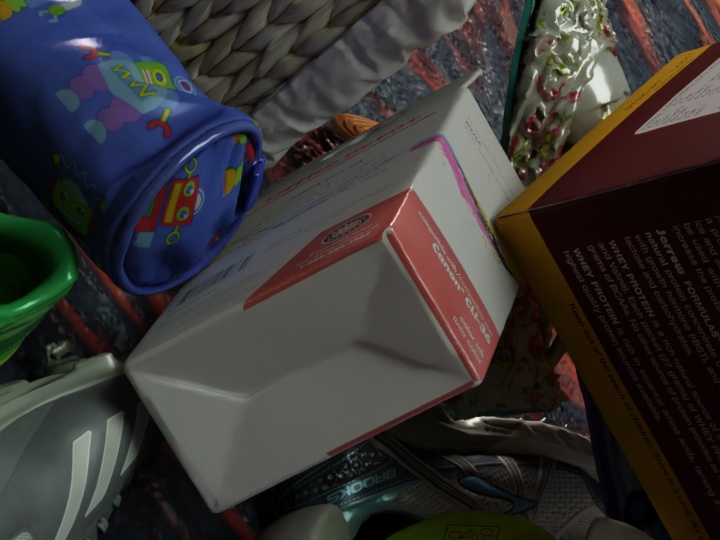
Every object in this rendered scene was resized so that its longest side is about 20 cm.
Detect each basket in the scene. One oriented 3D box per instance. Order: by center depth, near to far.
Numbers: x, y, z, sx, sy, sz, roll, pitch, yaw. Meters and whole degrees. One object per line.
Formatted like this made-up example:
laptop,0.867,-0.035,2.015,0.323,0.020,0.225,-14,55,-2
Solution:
basket,-0.027,-0.152,0.977,0.161,0.200,0.198,53,32,-5

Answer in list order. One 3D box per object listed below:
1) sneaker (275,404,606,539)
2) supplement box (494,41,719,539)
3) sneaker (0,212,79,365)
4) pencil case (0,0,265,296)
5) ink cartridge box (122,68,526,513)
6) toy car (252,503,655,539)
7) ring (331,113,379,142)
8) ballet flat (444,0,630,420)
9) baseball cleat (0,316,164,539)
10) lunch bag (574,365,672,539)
sneaker,0.038,0.107,0.982,0.199,0.077,0.087,19,57,-34
supplement box,0.196,0.014,0.818,0.133,0.199,0.198,-40,106,-36
sneaker,-0.177,-0.009,0.761,0.199,0.083,0.075,5,60,-51
pencil case,-0.116,-0.082,0.852,0.087,0.078,0.200,-27,63,-33
ink cartridge box,0.000,0.000,0.862,0.068,0.116,0.200,58,22,-13
toy car,0.033,0.185,0.846,0.201,0.174,0.151,-74,159,-50
ring,0.074,-0.024,1.081,0.199,0.019,0.200,24,9,-4
ballet flat,0.082,-0.032,0.946,0.076,0.063,0.201,27,78,-74
baseball cleat,-0.115,0.087,0.801,0.200,0.069,0.107,-24,98,-54
lunch bag,0.165,0.103,0.958,0.150,0.094,0.201,24,57,-42
